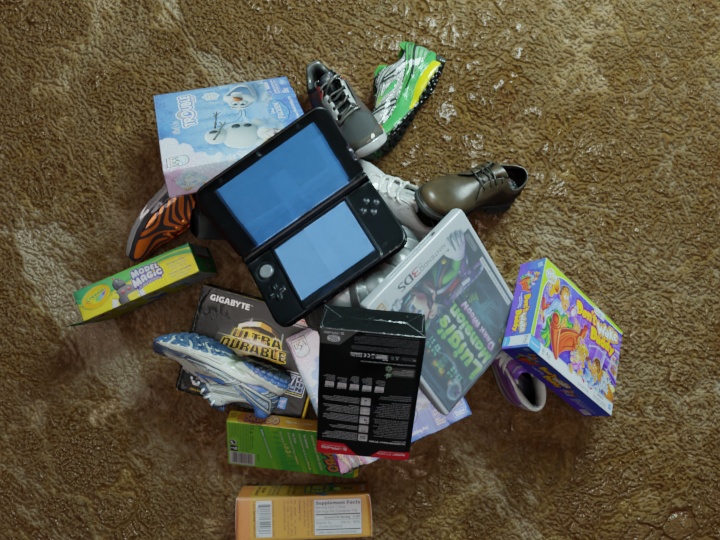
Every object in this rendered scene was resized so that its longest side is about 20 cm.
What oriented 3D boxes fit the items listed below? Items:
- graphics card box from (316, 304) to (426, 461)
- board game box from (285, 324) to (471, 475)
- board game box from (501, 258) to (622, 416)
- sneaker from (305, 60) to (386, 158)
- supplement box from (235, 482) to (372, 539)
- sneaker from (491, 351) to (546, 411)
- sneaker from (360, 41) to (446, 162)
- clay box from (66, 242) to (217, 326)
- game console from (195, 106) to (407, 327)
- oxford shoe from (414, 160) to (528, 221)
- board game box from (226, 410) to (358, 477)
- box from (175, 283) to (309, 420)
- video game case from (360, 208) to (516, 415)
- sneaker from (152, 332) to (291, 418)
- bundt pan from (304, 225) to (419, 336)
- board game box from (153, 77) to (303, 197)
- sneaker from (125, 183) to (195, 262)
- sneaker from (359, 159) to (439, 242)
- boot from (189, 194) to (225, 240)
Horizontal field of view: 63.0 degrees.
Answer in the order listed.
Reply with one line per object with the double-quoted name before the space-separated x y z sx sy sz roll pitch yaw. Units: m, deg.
"graphics card box" 0.009 0.142 0.720 0.123 0.051 0.203 5 122 3
"board game box" 0.024 0.147 0.819 0.198 0.043 0.201 -24 83 -3
"board game box" 0.286 0.096 0.819 0.199 0.044 0.136 37 59 -27
"sneaker" -0.034 -0.229 0.820 0.077 0.082 0.201 -33 48 -5
"supplement box" -0.081 0.355 0.868 0.196 0.067 0.070 0 86 -1
"sneaker" 0.212 0.109 0.852 0.072 0.114 0.202 -30 88 0
"sneaker" 0.044 -0.251 0.883 0.085 0.078 0.201 32 80 7
"clay box" -0.315 0.022 0.846 0.197 0.115 0.048 -23 89 -2
"game console" -0.071 -0.062 0.721 0.199 0.119 0.173 -34 62 3
"oxford shoe" 0.158 -0.121 0.825 0.198 0.085 0.073 -17 68 -35
"board game box" -0.097 0.258 0.865 0.196 0.030 0.097 8 125 1
"box" -0.158 0.123 0.880 0.197 0.049 0.162 16 91 -1
"video game case" 0.116 0.056 0.763 0.182 0.023 0.201 -44 115 -17
"sneaker" -0.202 0.151 0.818 0.197 0.077 0.086 22 92 0
"bundt pan" 0.000 0.000 0.807 0.199 0.203 0.076 -23 130 -1
"board game box" -0.174 -0.190 0.804 0.196 0.044 0.201 -13 46 -13
"sneaker" -0.252 -0.075 0.867 0.112 0.078 0.201 37 94 -5
"sneaker" 0.046 -0.110 0.849 0.198 0.087 0.075 30 71 -13
"boot" -0.141 -0.125 0.843 0.197 0.065 0.168 1 89 -21
